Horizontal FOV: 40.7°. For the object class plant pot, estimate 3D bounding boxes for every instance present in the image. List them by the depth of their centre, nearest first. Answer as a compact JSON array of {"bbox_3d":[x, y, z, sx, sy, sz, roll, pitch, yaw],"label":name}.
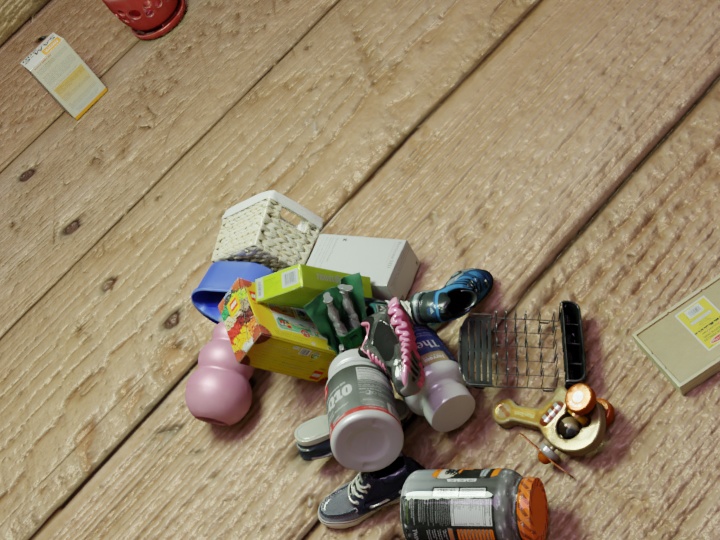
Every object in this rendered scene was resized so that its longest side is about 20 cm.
[{"bbox_3d":[-0.602,-0.762,2.719,0.200,0.183,0.201,-16,49,19],"label":"plant pot"}]

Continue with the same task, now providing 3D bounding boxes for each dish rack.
[{"bbox_3d":[0.259,0.124,1.579,0.199,0.055,0.154,2,52,4],"label":"dish rack"}]

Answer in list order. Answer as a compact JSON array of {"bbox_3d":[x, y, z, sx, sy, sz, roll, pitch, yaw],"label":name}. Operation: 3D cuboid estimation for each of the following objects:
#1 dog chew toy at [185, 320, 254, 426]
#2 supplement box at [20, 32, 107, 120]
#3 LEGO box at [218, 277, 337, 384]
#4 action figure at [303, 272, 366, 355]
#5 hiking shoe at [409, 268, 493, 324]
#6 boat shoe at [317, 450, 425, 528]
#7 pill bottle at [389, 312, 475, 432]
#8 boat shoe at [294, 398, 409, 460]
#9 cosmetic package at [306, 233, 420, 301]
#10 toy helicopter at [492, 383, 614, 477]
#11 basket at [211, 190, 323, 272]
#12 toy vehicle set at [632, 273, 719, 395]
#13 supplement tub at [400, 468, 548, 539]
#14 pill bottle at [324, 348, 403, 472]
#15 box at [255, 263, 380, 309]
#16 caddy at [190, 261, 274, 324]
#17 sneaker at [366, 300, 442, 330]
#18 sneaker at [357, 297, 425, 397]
[{"bbox_3d":[-0.251,0.183,1.807,0.124,0.124,0.201,1,68,31],"label":"dog chew toy"},{"bbox_3d":[-0.803,-0.526,2.642,0.126,0.200,0.073,-47,46,-11],"label":"supplement box"},{"bbox_3d":[-0.139,0.110,1.752,0.077,0.199,0.149,-52,41,23],"label":"LEGO box"},{"bbox_3d":[-0.016,0.116,1.691,0.118,0.201,0.055,-29,33,-16],"label":"action figure"},{"bbox_3d":[0.176,0.049,1.663,0.086,0.075,0.200,1,19,46],"label":"hiking shoe"},{"bbox_3d":[0.007,0.347,1.564,0.199,0.093,0.075,-25,47,11],"label":"boat shoe"},{"bbox_3d":[0.108,0.171,1.629,0.111,0.111,0.200,-36,46,1],"label":"pill bottle"},{"bbox_3d":[-0.011,0.273,1.649,0.199,0.062,0.075,-19,33,-10],"label":"boat shoe"},{"bbox_3d":[0.000,0.000,1.847,0.199,0.081,0.113,2,55,33],"label":"cosmetic package"},{"bbox_3d":[0.287,0.243,1.512,0.199,0.079,0.133,3,66,45],"label":"toy helicopter"},{"bbox_3d":[-0.190,-0.059,1.931,0.200,0.135,0.124,-16,52,53],"label":"basket"},{"bbox_3d":[0.539,0.089,1.500,0.200,0.027,0.124,-34,46,3],"label":"toy vehicle set"},{"bbox_3d":[0.169,0.356,1.442,0.199,0.123,0.123,-6,53,25],"label":"supplement tub"},{"bbox_3d":[0.001,0.219,1.561,0.114,0.114,0.200,-29,27,8],"label":"pill bottle"},{"bbox_3d":[-0.074,0.036,1.731,0.122,0.200,0.048,-18,70,40],"label":"box"},{"bbox_3d":[-0.235,0.062,1.896,0.199,0.142,0.105,2,52,32],"label":"caddy"},{"bbox_3d":[0.062,0.087,1.742,0.199,0.080,0.072,-23,47,13],"label":"sneaker"},{"bbox_3d":[0.044,0.134,1.565,0.095,0.079,0.200,-21,37,10],"label":"sneaker"}]
